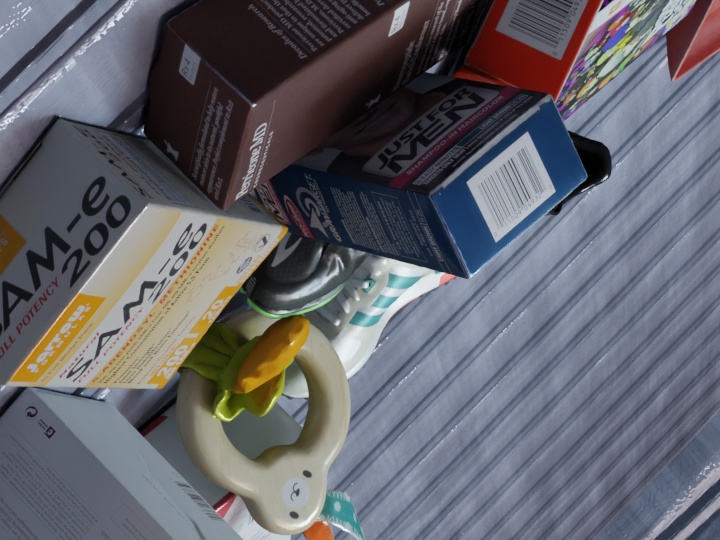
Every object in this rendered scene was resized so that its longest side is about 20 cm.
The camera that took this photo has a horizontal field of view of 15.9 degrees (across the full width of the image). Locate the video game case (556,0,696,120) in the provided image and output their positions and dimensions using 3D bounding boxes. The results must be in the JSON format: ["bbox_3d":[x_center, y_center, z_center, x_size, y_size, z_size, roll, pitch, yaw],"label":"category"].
[{"bbox_3d":[0.190,-0.191,1.805,0.181,0.036,0.200,-40,168,-24],"label":"video game case"}]

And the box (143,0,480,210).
[{"bbox_3d":[-0.019,-0.130,1.403,0.200,0.075,0.100,-35,161,-29],"label":"box"}]

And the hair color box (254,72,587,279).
[{"bbox_3d":[0.025,-0.062,1.474,0.100,0.200,0.061,-39,119,-23],"label":"hair color box"}]

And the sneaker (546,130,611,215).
[{"bbox_3d":[0.095,-0.069,1.748,0.199,0.071,0.082,-11,-173,-44],"label":"sneaker"}]

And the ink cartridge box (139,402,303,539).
[{"bbox_3d":[-0.121,0.174,1.827,0.147,0.083,0.200,-39,161,-24],"label":"ink cartridge box"}]

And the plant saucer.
[{"bbox_3d":[0.321,-0.261,2.001,0.200,0.037,0.200,-34,159,-35],"label":"plant saucer"}]

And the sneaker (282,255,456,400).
[{"bbox_3d":[0.001,0.000,1.787,0.200,0.070,0.094,-40,144,-16],"label":"sneaker"}]

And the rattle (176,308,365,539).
[{"bbox_3d":[-0.028,0.119,1.686,0.142,0.201,0.130,-11,-169,45],"label":"rattle"}]

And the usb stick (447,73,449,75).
[{"bbox_3d":[0.104,-0.171,1.681,0.055,0.033,0.200,-19,148,-50],"label":"usb stick"}]

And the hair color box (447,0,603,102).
[{"bbox_3d":[0.101,-0.148,1.534,0.200,0.061,0.102,152,-38,-89],"label":"hair color box"}]

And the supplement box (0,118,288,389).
[{"bbox_3d":[-0.135,-0.004,1.404,0.126,0.073,0.200,-51,163,11],"label":"supplement box"}]

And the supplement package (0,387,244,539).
[{"bbox_3d":[-0.180,0.213,1.582,0.200,0.191,0.147,-48,163,6],"label":"supplement package"}]

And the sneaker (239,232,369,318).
[{"bbox_3d":[0.001,-0.048,1.609,0.200,0.077,0.084,-40,172,-14],"label":"sneaker"}]
